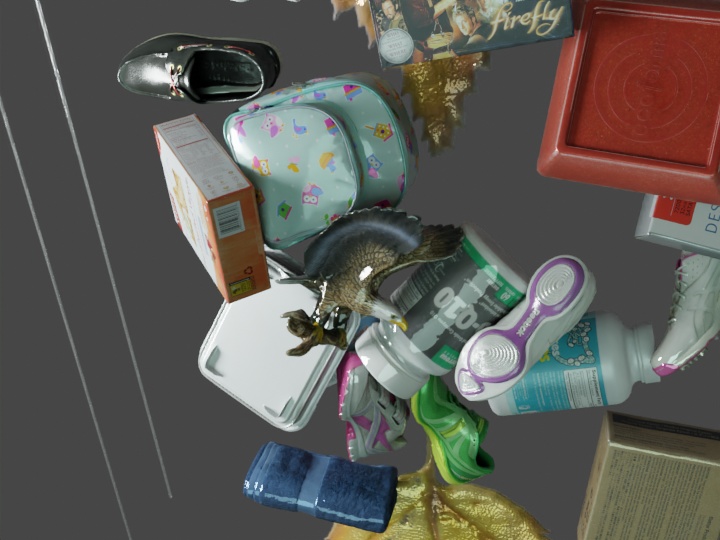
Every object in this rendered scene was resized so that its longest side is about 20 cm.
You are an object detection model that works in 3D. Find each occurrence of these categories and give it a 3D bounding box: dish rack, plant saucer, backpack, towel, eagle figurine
[{"bbox_3d":[-0.110,0.087,1.144,0.171,0.043,0.201,33,107,13],"label":"dish rack"},{"bbox_3d":[0.288,-0.180,0.925,0.198,0.037,0.202,12,91,22],"label":"plant saucer"},{"bbox_3d":[-0.038,-0.125,1.032,0.198,0.153,0.177,-16,99,11],"label":"backpack"},{"bbox_3d":[-0.050,0.288,1.251,0.198,0.112,0.049,13,111,7],"label":"towel"},{"bbox_3d":[0.006,0.004,1.026,0.150,0.152,0.201,28,106,-17],"label":"eagle figurine"}]

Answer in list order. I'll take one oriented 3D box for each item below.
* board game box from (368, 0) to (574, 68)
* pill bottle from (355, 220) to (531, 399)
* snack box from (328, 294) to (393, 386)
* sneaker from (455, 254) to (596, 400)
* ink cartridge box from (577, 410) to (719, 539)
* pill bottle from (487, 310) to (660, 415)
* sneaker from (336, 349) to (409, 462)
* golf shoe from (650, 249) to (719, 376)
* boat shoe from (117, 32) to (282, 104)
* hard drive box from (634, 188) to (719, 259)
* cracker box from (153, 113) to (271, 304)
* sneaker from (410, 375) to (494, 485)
[{"bbox_3d":[0.106,-0.287,0.930,0.198,0.035,0.137,-7,115,14],"label":"board game box"},{"bbox_3d":[0.094,0.049,1.086,0.113,0.113,0.200,41,104,-9],"label":"pill bottle"},{"bbox_3d":[0.018,0.084,1.193,0.199,0.024,0.072,-26,106,23],"label":"snack box"},{"bbox_3d":[0.191,0.075,1.037,0.200,0.099,0.075,-47,61,13],"label":"sneaker"},{"bbox_3d":[0.374,0.291,1.184,0.163,0.075,0.202,9,117,7],"label":"ink cartridge box"},{"bbox_3d":[0.249,0.108,1.103,0.198,0.111,0.112,-9,114,16],"label":"pill bottle"},{"bbox_3d":[0.018,0.168,1.195,0.087,0.082,0.201,-7,140,2],"label":"sneaker"},{"bbox_3d":[0.373,0.024,1.030,0.091,0.075,0.200,39,84,4],"label":"golf shoe"},{"bbox_3d":[-0.192,-0.230,1.068,0.199,0.063,0.074,2,119,14],"label":"boat shoe"},{"bbox_3d":[0.405,-0.085,0.960,0.198,0.077,0.157,14,92,6],"label":"hard drive box"},{"bbox_3d":[-0.170,-0.074,1.054,0.057,0.200,0.135,-20,128,-17],"label":"cracker box"},{"bbox_3d":[0.121,0.190,1.197,0.083,0.074,0.201,-13,121,21],"label":"sneaker"}]
